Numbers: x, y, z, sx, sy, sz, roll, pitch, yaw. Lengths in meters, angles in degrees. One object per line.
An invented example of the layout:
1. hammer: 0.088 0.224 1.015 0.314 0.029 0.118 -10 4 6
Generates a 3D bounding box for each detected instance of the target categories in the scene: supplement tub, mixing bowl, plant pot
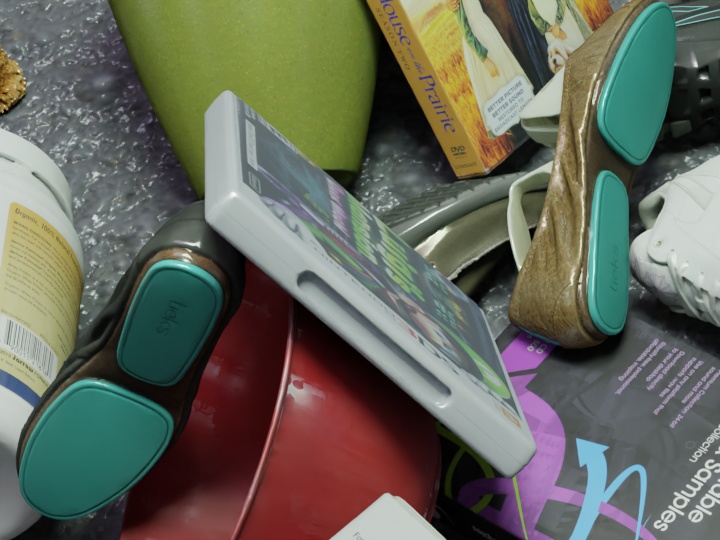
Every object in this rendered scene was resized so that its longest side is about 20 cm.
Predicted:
1. supplement tub: -0.222 0.033 1.179 0.143 0.145 0.201 -8 47 10
2. mixing bowl: -0.031 0.100 1.056 0.108 0.200 0.201 21 45 -19
3. plant pot: -0.059 -0.145 1.260 0.185 0.187 0.202 -10 83 7

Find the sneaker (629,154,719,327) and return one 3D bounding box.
1. sneaker: 0.193 0.011 1.127 0.099 0.075 0.201 -19 31 7

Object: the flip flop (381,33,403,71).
1. flip flop: 0.042 -0.164 1.348 0.081 0.058 0.200 -25 31 0

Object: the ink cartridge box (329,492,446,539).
1. ink cartridge box: -0.022 0.215 0.953 0.200 0.145 0.084 -39 51 -18

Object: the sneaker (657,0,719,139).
1. sneaker: 0.223 -0.121 1.225 0.198 0.076 0.080 3 46 17

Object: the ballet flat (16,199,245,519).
1. ballet flat: -0.102 0.041 1.059 0.068 0.200 0.069 29 39 -11

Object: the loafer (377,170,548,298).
1. loafer: 0.026 0.006 1.193 0.199 0.070 0.075 -27 10 -22

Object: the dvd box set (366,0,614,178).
1. dvd box set: 0.062 -0.175 1.240 0.029 0.201 0.146 -5 28 50

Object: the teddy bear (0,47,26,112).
1. teddy bear: -0.298 -0.087 1.366 0.199 0.067 0.145 -33 50 -13

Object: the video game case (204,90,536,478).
1. video game case: 0.000 0.000 1.043 0.023 0.182 0.200 -47 14 9

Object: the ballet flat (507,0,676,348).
1. ballet flat: 0.113 -0.053 1.155 0.072 0.068 0.202 -3 66 34

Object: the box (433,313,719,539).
1. box: 0.131 0.095 1.092 0.199 0.036 0.143 28 61 33
